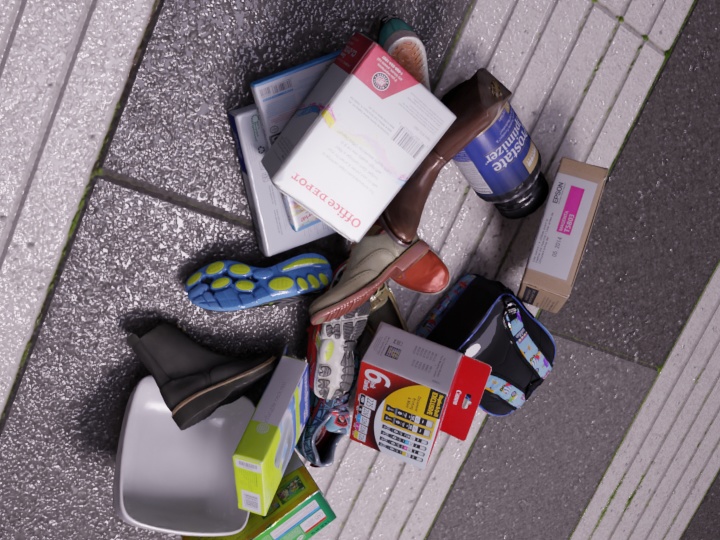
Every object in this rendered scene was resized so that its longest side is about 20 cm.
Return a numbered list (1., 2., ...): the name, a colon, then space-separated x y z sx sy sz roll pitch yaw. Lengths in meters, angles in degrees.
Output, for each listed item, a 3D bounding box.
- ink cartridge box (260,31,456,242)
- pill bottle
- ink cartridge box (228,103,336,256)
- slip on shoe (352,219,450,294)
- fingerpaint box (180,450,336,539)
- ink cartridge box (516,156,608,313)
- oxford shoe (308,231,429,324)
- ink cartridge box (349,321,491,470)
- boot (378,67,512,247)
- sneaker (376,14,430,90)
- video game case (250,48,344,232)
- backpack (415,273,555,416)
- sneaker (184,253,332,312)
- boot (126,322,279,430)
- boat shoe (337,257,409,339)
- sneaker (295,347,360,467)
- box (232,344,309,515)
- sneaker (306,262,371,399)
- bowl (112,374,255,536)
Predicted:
1. ink cartridge box: -0.006 -0.160 0.927 0.145 0.083 0.201 34 101 -30
2. pill bottle: 0.194 -0.171 1.100 0.112 0.112 0.200 -46 124 -3
3. ink cartridge box: -0.061 -0.142 1.017 0.198 0.041 0.202 -20 119 -20
4. slip on shoe: 0.067 -0.016 1.131 0.199 0.061 0.075 34 92 -36
5. fingerpaint box: -0.159 0.349 1.103 0.199 0.167 0.074 -35 125 -12
6. ink cartridge box: 0.305 -0.049 1.156 0.165 0.074 0.202 51 59 -75
7. oxford shoe: 0.000 0.000 1.026 0.199 0.071 0.074 -35 84 -25
8. ink cartridge box: 0.084 0.197 1.123 0.202 0.174 0.084 97 17 -45
9. boot: 0.107 -0.146 0.951 0.064 0.188 0.199 31 131 -28
10. sneaker: 0.058 -0.248 1.022 0.070 0.081 0.201 -12 140 -5
11. video game case: -0.049 -0.166 0.978 0.142 0.018 0.202 -25 120 -18
12. backpack: 0.211 0.128 1.226 0.200 0.134 0.183 39 90 -34
13. sneaker: -0.136 0.025 1.025 0.197 0.072 0.083 -8 158 -18
14. boot: -0.207 0.115 1.036 0.077 0.139 0.199 -43 169 27
15. boat shoe: 0.029 0.065 1.142 0.073 0.063 0.202 -32 121 -12
16. sneaker: -0.035 0.208 1.151 0.078 0.095 0.202 10 106 -31
17. box: -0.116 0.216 1.047 0.047 0.201 0.123 12 132 11
18. sneaker: -0.045 0.081 1.086 0.076 0.085 0.203 9 99 -35
19. bowl: -0.244 0.256 1.032 0.199 0.074 0.202 22 57 -36
